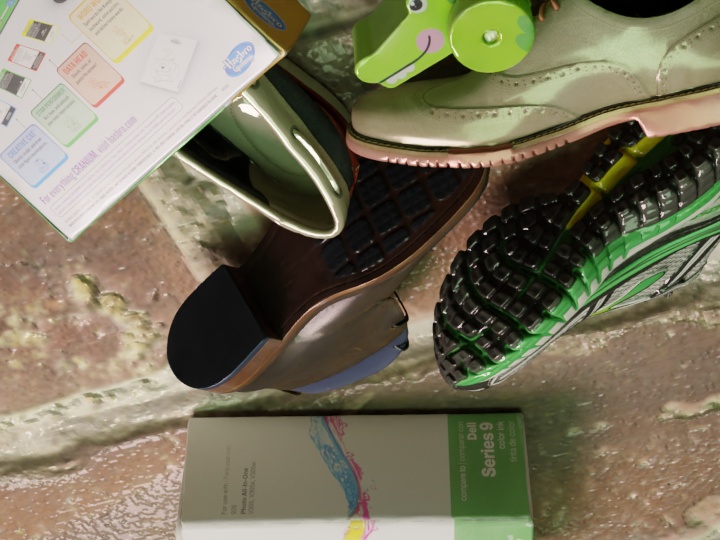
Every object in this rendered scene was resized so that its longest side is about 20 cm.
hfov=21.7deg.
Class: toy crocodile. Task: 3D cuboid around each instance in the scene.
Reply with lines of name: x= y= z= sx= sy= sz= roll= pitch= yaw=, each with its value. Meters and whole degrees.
toy crocodile: x=0.078 y=-0.141 z=0.803 sx=0.200 sy=0.068 sz=0.062 roll=-27 pitch=125 yaw=23

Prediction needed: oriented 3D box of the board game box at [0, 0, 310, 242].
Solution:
board game box: x=-0.144 y=-0.127 z=0.793 sx=0.200 sy=0.040 sz=0.153 roll=45 pitch=124 yaw=-14

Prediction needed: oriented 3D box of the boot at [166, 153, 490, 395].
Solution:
boot: x=0.000 y=0.000 z=0.972 sx=0.200 sy=0.075 sz=0.097 roll=-35 pitch=152 yaw=20

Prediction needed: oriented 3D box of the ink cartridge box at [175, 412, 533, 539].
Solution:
ink cartridge box: x=-0.002 y=0.159 z=1.110 sx=0.200 sy=0.088 sz=0.145 roll=-3 pitch=136 yaw=1

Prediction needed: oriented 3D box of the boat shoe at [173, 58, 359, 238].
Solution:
boat shoe: x=-0.081 y=-0.084 z=0.868 sx=0.200 sy=0.063 sz=0.071 roll=34 pitch=130 yaw=-29

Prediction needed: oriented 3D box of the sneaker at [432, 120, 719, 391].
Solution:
sneaker: x=0.121 y=-0.002 z=0.922 sx=0.200 sy=0.078 sz=0.085 roll=-37 pitch=131 yaw=14

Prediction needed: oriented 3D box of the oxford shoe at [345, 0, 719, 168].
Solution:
oxford shoe: x=0.087 y=-0.097 z=0.863 sx=0.200 sy=0.071 sz=0.074 roll=-11 pitch=115 yaw=7
